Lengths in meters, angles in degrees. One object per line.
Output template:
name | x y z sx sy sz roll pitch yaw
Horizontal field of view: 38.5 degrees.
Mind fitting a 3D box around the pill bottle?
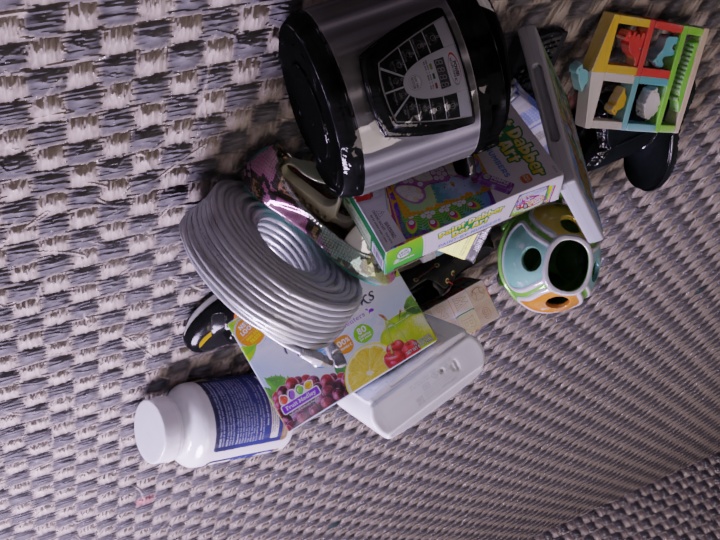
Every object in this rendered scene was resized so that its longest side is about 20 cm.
pill bottle | -0.195 0.200 1.375 0.199 0.112 0.111 -3 142 -41

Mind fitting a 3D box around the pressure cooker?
pressure cooker | 0.041 -0.177 0.932 0.198 0.180 0.177 -20 151 -12

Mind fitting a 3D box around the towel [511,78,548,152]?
towel | 0.164 -0.143 1.227 0.147 0.024 0.199 -40 152 17

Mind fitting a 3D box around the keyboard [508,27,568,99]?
keyboard | 0.163 -0.192 1.191 0.126 0.021 0.201 -18 148 -24

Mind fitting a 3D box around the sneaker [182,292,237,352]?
sneaker | -0.118 0.056 1.240 0.199 0.090 0.070 -31 152 0

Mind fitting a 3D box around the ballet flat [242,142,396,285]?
ballet flat | -0.029 -0.059 1.065 0.199 0.069 0.071 37 128 -13

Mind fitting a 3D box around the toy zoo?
toy zoo | 0.321 -0.230 1.210 0.198 0.020 0.133 -2 113 -35

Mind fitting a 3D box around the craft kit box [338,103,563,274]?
craft kit box | 0.066 -0.117 1.026 0.196 0.201 0.049 -22 150 -15

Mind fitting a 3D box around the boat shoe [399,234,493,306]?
boat shoe | 0.099 0.010 1.411 0.200 0.063 0.074 -28 149 -9

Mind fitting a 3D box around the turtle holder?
turtle holder | 0.269 -0.032 1.387 0.186 0.140 0.132 -56 -170 2

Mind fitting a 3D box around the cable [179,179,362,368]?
cable | -0.089 -0.008 1.055 0.199 0.201 0.069 29 114 -33

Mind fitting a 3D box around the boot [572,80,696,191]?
boot | 0.336 -0.164 1.338 0.167 0.077 0.201 -23 144 -22

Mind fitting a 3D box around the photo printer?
photo printer | 0.043 0.121 1.291 0.166 0.200 0.070 -34 109 -16

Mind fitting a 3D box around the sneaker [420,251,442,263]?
sneaker | 0.097 -0.078 1.257 0.081 0.074 0.200 -27 164 -6

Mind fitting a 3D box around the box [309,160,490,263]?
box | 0.045 -0.079 1.100 0.198 0.050 0.076 19 139 -1

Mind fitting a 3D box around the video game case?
video game case | 0.221 -0.143 1.123 0.022 0.184 0.200 -16 160 16

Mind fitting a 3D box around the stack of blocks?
stack of blocks | 0.085 0.082 1.456 0.199 0.059 0.115 -27 -175 -7

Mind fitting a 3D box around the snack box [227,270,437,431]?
snack box | -0.032 0.072 1.185 0.199 0.143 0.053 -31 174 -5
